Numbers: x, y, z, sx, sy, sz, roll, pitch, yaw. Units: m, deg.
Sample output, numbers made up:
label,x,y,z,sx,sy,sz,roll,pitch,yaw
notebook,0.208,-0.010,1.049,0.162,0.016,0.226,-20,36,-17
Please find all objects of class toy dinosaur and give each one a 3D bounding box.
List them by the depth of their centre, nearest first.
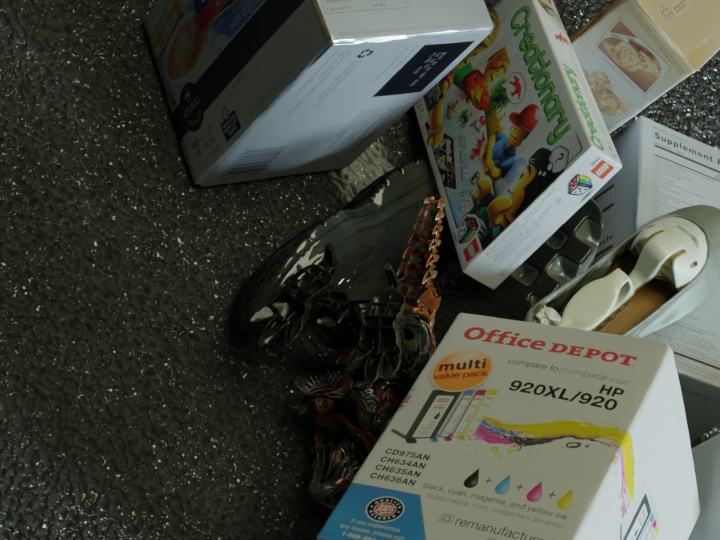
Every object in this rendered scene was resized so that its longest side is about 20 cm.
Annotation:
label,x,y,z,sx,sy,sz,roll,pitch,yaw
toy dinosaur,0.004,0.048,1.163,0.136,0.102,0.201,42,47,-58

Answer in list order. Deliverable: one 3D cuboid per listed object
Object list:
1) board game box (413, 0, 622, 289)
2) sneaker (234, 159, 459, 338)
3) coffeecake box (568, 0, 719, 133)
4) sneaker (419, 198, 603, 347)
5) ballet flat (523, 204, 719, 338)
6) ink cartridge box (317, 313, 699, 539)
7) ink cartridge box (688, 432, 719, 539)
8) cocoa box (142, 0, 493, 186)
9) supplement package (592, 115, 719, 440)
label,x,y,z,sx,sy,sz,roll,pitch,yaw
board game box,0.103,-0.098,1.258,0.035,0.126,0.201,28,30,-31
sneaker,0.000,0.000,1.222,0.200,0.076,0.091,-35,92,-38
coffeecake box,0.196,-0.160,1.346,0.073,0.200,0.153,50,50,-2
sneaker,0.098,0.039,1.268,0.074,0.089,0.200,40,73,21
ballet flat,0.184,0.010,1.210,0.200,0.064,0.067,-36,67,-21
ink cartridge box,0.094,0.149,1.080,0.200,0.146,0.145,-55,142,-40
ink cartridge box,0.268,0.163,1.245,0.199,0.146,0.086,-6,67,-46
cocoa box,-0.034,-0.162,1.197,0.133,0.200,0.132,-9,72,-35
supplement package,0.215,0.010,1.330,0.113,0.109,0.201,20,57,-22
